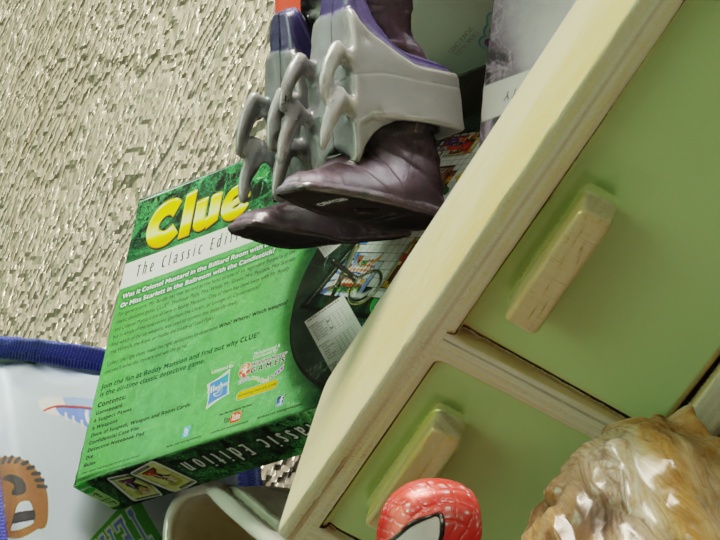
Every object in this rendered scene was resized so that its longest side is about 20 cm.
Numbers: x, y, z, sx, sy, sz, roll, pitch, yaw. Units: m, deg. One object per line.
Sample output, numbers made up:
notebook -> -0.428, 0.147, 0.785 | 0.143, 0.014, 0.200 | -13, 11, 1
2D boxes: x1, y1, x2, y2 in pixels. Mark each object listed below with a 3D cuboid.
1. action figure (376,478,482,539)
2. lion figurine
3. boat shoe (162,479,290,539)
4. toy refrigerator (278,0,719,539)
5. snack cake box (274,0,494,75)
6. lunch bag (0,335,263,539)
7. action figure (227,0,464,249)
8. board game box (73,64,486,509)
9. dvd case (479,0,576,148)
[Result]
action figure -> -0.021, 0.139, 0.630 | 0.065, 0.099, 0.200 | 13, 91, 63
lion figurine -> 0.040, 0.135, 0.670 | 0.200, 0.072, 0.123 | -54, 42, 19
boat shoe -> -0.015, 0.116, 0.818 | 0.071, 0.070, 0.200 | -63, 24, 19
toy refrigerator -> 0.060, -0.001, 0.701 | 0.200, 0.076, 0.070 | -56, 10, 37
snack cake box -> 0.027, -0.143, 0.926 | 0.115, 0.067, 0.200 | -46, 34, 42
lunch bag -> -0.106, 0.144, 0.944 | 0.170, 0.124, 0.200 | -39, 54, 51
action figure -> -0.001, -0.109, 0.802 | 0.130, 0.069, 0.200 | -16, 70, 58
board game box -> 0.000, 0.000, 0.852 | 0.200, 0.023, 0.105 | -19, 51, 41
dvd case -> 0.098, -0.135, 0.776 | 0.149, 0.016, 0.200 | -17, 56, 42
